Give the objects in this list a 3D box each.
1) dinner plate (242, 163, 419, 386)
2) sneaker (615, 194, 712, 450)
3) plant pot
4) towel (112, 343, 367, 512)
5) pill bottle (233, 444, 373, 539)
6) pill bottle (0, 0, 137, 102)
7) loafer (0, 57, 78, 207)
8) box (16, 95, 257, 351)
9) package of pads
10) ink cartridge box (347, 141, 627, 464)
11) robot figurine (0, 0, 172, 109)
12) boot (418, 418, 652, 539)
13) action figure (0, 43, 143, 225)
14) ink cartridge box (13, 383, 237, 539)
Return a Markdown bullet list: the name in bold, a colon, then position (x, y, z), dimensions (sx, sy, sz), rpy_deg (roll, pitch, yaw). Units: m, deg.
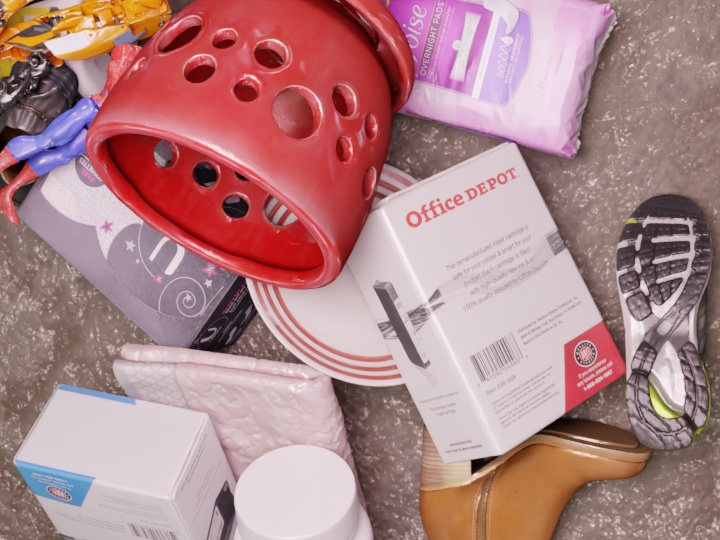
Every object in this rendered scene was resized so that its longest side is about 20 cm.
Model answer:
- **dinner plate**: position (0.000, 0.000, 0.935), dimensions (0.201, 0.199, 0.024), rpy_deg (52, 150, 7)
- **sneaker**: position (0.233, 0.041, 0.898), dimensions (0.073, 0.081, 0.202), rpy_deg (3, 77, 15)
- **plant pot**: position (-0.066, -0.111, 0.829), dimensions (0.199, 0.201, 0.184), rpy_deg (22, 67, 15)
- **towel**: position (-0.096, 0.143, 0.976), dimensions (0.189, 0.032, 0.201), rpy_deg (6, 137, 18)
- **pill bottle**: position (-0.042, 0.245, 0.941), dimensions (0.112, 0.114, 0.201), rpy_deg (8, 130, 18)
- **pill bottle**: position (-0.310, -0.208, 1.035), dimensions (0.198, 0.114, 0.116), rpy_deg (4, 96, 18)
- **loafer**: position (-0.295, -0.104, 1.012), dimensions (0.072, 0.200, 0.073), rpy_deg (20, 58, -7)
- **box**: position (-0.169, -0.040, 1.002), dimensions (0.200, 0.115, 0.133), rpy_deg (40, 106, 11)
- **package of pads**: position (0.093, -0.171, 0.923), dimensions (0.198, 0.076, 0.122), rpy_deg (18, 96, 16)
- **ink cartridge box**: position (0.092, 0.024, 0.892), dimensions (0.084, 0.144, 0.201), rpy_deg (-26, 90, 59)
- **robot figurine**: position (-0.257, -0.213, 0.922), dimensions (0.198, 0.058, 0.146), rpy_deg (-20, 75, -7)
- **boot**: position (0.142, 0.201, 0.943), dimensions (0.198, 0.073, 0.157), rpy_deg (-3, 93, 31)
- **action figure**: position (-0.201, -0.100, 0.914), dimensions (0.200, 0.065, 0.099), rpy_deg (-43, 70, 1)
- **ink cartridge box**: position (-0.182, 0.198, 0.988), dimensions (0.144, 0.084, 0.201), rpy_deg (8, 140, 18)
